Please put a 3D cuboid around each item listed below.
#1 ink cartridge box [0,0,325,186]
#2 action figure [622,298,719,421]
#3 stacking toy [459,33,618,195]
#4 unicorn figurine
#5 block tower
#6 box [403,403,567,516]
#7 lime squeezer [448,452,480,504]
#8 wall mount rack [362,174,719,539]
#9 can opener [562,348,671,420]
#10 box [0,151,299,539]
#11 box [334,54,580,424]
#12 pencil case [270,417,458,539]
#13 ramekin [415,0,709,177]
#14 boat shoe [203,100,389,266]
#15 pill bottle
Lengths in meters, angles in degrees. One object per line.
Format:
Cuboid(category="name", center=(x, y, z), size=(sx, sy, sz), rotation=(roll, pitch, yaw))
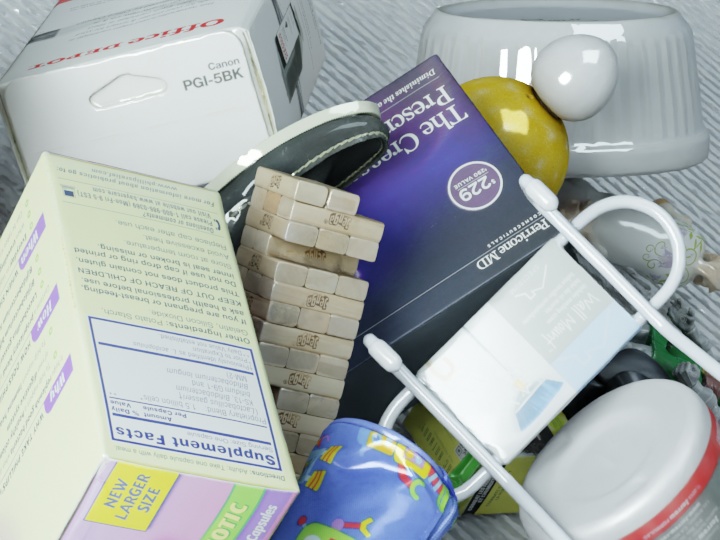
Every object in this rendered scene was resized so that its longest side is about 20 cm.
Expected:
Cuboid(category="ink cartridge box", center=(-0.107, -0.111, 1.501), size=(0.146, 0.083, 0.200), rotation=(-12, 20, 11))
Cuboid(category="action figure", center=(0.179, 0.057, 1.558), size=(0.199, 0.055, 0.118), rotation=(28, 30, -14))
Cuboid(category="stacking toy", center=(0.073, -0.062, 1.556), size=(0.146, 0.200, 0.146), rotation=(45, 15, -16))
Cuboid(category="unicorn figurine", center=(0.148, -0.025, 1.699), size=(0.198, 0.074, 0.137), rotation=(6, 17, -6))
Cuboid(category="block tower", center=(-0.043, 0.055, 1.335), size=(0.054, 0.202, 0.058), rotation=(13, 4, -26))
Cuboid(category="box", center=(0.125, 0.096, 1.551), size=(0.199, 0.050, 0.075), rotation=(3, 42, -39))
Cuboid(category="lime squeezer", center=(0.020, 0.117, 1.426), size=(0.199, 0.038, 0.071), rotation=(-18, 74, -30))
Cuboid(category="wall mount rack", center=(0.102, 0.056, 1.335), size=(0.174, 0.200, 0.075), rotation=(45, -1, 12))
Cuboid(category="can opener", center=(0.171, 0.115, 1.500), size=(0.200, 0.063, 0.079), rotation=(53, 15, -42))
Cuboid(category="box", center=(-0.124, 0.081, 1.249), size=(0.096, 0.176, 0.201), rotation=(13, 38, -26))
Cuboid(category="box", center=(0.000, 0.000, 1.442), size=(0.141, 0.199, 0.079), rotation=(55, -4, 28))
Cuboid(category="pencil case", center=(-0.020, 0.168, 1.241), size=(0.086, 0.078, 0.201), rotation=(14, 62, 26))
Cuboid(category="ramekin", center=(0.124, -0.119, 1.700), size=(0.201, 0.095, 0.202), rotation=(0, 12, 0))
Cuboid(category="boat shoe", center=(-0.061, -0.012, 1.386), size=(0.068, 0.200, 0.072), rotation=(52, -3, 20))
Cuboid(category="pill bottle", center=(0.181, 0.163, 1.398), size=(0.200, 0.113, 0.114), rotation=(50, 26, -25))
